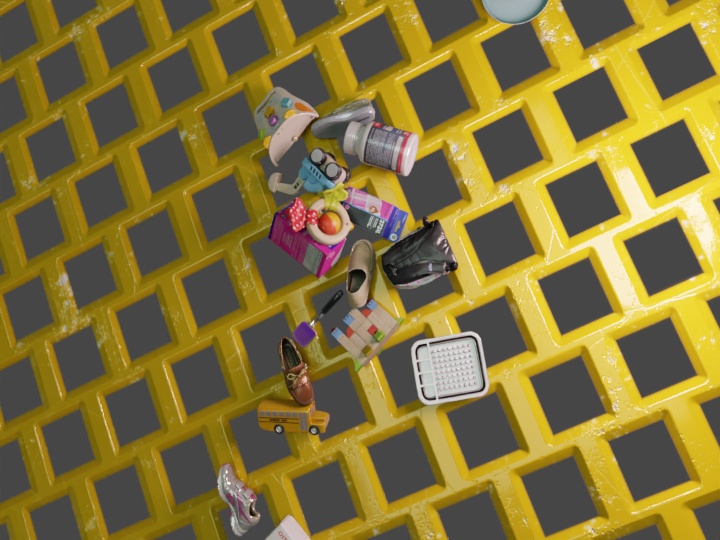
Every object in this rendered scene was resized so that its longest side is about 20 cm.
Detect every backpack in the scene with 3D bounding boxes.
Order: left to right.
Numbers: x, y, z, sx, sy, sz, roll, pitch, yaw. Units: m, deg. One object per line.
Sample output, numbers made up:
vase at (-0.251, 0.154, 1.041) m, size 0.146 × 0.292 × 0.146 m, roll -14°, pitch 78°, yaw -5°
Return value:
backpack at (0.157, -0.027, 1.675) m, size 0.196 × 0.127 × 0.171 m, roll -26°, pitch 69°, yaw 9°

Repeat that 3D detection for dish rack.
dish rack at (0.244, 0.267, 1.671) m, size 0.194 × 0.043 × 0.177 m, roll -11°, pitch 82°, yaw 11°

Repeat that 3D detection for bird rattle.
bird rattle at (-0.102, -0.147, 1.674) m, size 0.199 × 0.113 × 0.165 m, roll -36°, pitch 86°, yaw -36°

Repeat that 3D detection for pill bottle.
pill bottle at (0.056, -0.352, 1.728) m, size 0.195 × 0.119 × 0.123 m, roll 19°, pitch 89°, yaw 12°

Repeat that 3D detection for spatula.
spatula at (-0.119, 0.133, 1.771) m, size 0.056 × 0.021 × 0.201 m, roll 42°, pitch 92°, yaw 0°

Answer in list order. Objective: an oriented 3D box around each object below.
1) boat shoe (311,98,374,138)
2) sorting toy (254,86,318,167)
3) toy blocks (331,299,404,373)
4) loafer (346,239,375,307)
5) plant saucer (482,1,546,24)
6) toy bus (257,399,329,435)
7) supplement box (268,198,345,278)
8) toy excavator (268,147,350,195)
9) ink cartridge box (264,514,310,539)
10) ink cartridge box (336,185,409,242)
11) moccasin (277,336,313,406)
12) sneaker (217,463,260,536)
boat shoe at (-0.052, -0.445, 1.795) m, size 0.194 × 0.073 × 0.064 m, roll -15°, pitch 57°, yaw 7°
sorting toy at (-0.250, -0.453, 1.814) m, size 0.200 × 0.106 × 0.182 m, roll -46°, pitch 55°, yaw 16°
toy blocks at (0.010, 0.164, 1.712) m, size 0.136 × 0.100 × 0.201 m, roll 40°, pitch 83°, yaw 21°
loafer at (0.000, 0.000, 1.716) m, size 0.073 × 0.069 × 0.206 m, roll 1°, pitch 67°, yaw 11°
plant saucer at (0.440, -0.792, 1.733) m, size 0.193 × 0.027 × 0.207 m, roll -1°, pitch 84°, yaw 11°
toy bus at (-0.188, 0.412, 1.728) m, size 0.193 × 0.065 × 0.081 m, roll -2°, pitch 105°, yaw 12°
supplement box at (-0.153, -0.092, 1.741) m, size 0.198 × 0.101 × 0.105 m, roll 37°, pitch 136°, yaw 11°
toy excavator at (-0.156, -0.266, 1.786) m, size 0.194 × 0.100 × 0.201 m, roll 43°, pitch 103°, yaw 14°
ink cartridge box at (-0.229, 0.815, 1.701) m, size 0.145 × 0.084 × 0.200 m, roll 44°, pitch 94°, yaw 12°
ink cartridge box at (0.034, -0.161, 1.760) m, size 0.195 × 0.037 × 0.097 m, roll 24°, pitch 90°, yaw 11°
moccasin at (-0.182, 0.283, 1.720) m, size 0.071 × 0.078 × 0.206 m, roll -14°, pitch 64°, yaw -10°
sneaker at (-0.343, 0.645, 1.749) m, size 0.086 × 0.081 × 0.205 m, roll -22°, pitch 89°, yaw 7°
